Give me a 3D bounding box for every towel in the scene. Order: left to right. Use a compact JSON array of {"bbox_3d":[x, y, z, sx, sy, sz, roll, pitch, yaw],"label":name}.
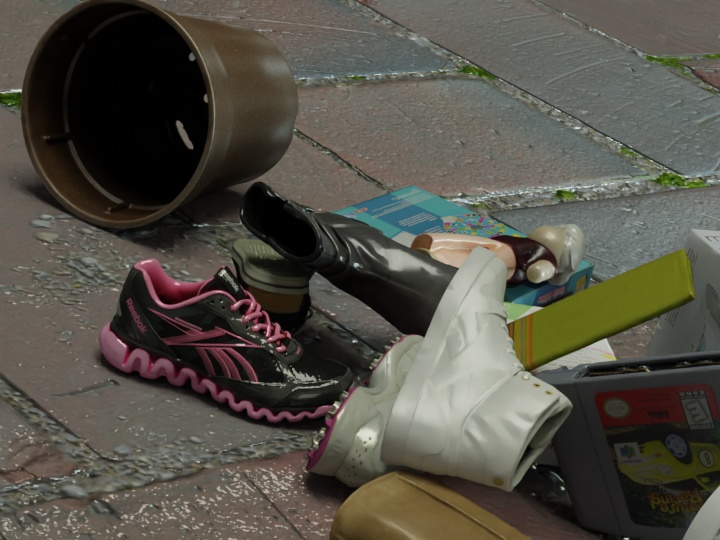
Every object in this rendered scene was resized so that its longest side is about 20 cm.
[{"bbox_3d":[0.153,0.045,1.628,0.200,0.018,0.086,-25,21,15],"label":"towel"}]

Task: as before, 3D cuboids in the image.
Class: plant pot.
[{"bbox_3d":[-0.167,-0.145,1.990,0.200,0.201,0.198,23,15,23],"label":"plant pot"}]

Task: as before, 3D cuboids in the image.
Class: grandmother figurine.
[{"bbox_3d":[0.114,-0.010,1.849,0.200,0.061,0.121,-9,24,-42],"label":"grandmother figurine"}]

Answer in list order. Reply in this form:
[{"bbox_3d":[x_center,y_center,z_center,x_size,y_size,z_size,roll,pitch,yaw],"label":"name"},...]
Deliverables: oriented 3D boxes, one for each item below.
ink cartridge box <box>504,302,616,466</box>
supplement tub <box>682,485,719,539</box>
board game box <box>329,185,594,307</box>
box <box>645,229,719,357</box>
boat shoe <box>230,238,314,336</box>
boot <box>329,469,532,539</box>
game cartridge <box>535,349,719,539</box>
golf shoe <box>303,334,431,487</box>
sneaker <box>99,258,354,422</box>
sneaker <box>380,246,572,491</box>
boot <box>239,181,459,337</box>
[{"bbox_3d":[0.142,0.096,1.723,0.117,0.068,0.200,8,22,-9],"label":"ink cartridge box"},{"bbox_3d":[0.311,0.222,1.414,0.200,0.145,0.145,30,27,35],"label":"supplement tub"},{"bbox_3d":[0.083,-0.007,1.967,0.200,0.047,0.151,25,25,27],"label":"board game box"},{"bbox_3d":[0.292,0.096,1.636,0.096,0.201,0.176,3,23,-25],"label":"box"},{"bbox_3d":[-0.073,0.014,1.814,0.074,0.062,0.200,9,11,-4],"label":"boat shoe"},{"bbox_3d":[0.109,0.188,1.487,0.200,0.066,0.175,27,25,34],"label":"boot"},{"bbox_3d":[0.225,0.125,1.553,0.200,0.133,0.041,-8,21,37],"label":"game cartridge"},{"bbox_3d":[0.030,0.113,1.633,0.091,0.075,0.200,30,29,8],"label":"golf shoe"},{"bbox_3d":[-0.096,0.048,1.669,0.199,0.096,0.079,17,20,4],"label":"sneaker"},{"bbox_3d":[0.098,0.074,1.569,0.115,0.074,0.200,16,50,11],"label":"sneaker"},{"bbox_3d":[0.000,0.000,1.718,0.200,0.070,0.132,25,2,39],"label":"boot"}]
